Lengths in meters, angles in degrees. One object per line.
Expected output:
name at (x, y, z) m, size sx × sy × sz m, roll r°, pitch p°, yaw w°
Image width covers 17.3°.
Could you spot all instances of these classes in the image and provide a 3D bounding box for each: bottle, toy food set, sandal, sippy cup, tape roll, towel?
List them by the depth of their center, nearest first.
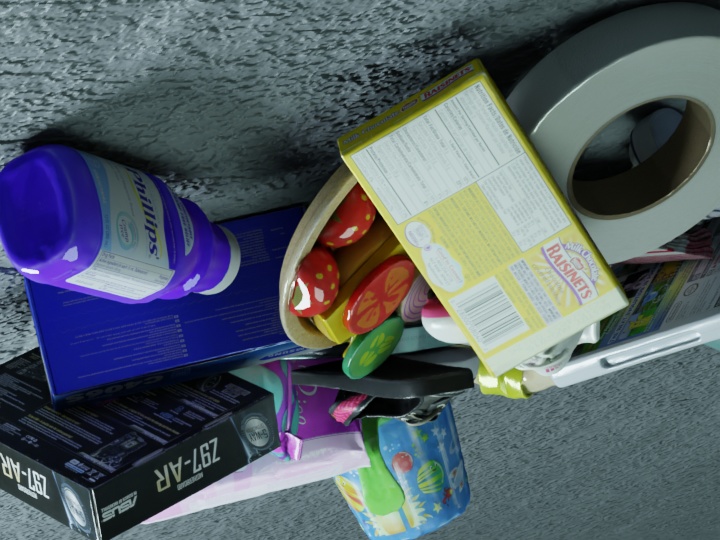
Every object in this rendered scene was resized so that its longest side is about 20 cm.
bottle at (-0.145, -0.022, 1.468) m, size 0.065 × 0.084 × 0.200 m, roll -25°, pitch 160°, yaw 23°
tape roll at (0.173, -0.084, 1.522) m, size 0.202 × 0.037 × 0.203 m, roll -18°, pitch 141°, yaw -15°
toy food set at (0.026, -0.024, 1.544) m, size 0.200 × 0.049 × 0.198 m, roll -47°, pitch 156°, yaw -7°
sandal at (0.012, 0.087, 1.639) m, size 0.075 × 0.045 × 0.200 m, roll -11°, pitch -173°, yaw -27°
towel at (0.145, -0.026, 1.736) m, size 0.199 × 0.023 × 0.144 m, roll 8°, pitch 171°, yaw -42°
sippy cup at (0.029, 0.156, 2.009) m, size 0.139 × 0.131 × 0.178 m, roll -12°, pitch -167°, yaw 47°

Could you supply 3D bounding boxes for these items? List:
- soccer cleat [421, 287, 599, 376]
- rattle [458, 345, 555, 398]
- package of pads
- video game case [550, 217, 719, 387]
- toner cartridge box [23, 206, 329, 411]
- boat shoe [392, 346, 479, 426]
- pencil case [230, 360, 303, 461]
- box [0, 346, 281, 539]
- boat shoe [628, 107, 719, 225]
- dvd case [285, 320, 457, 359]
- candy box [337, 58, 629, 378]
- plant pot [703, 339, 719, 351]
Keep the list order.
soccer cleat at (0.112, 0.036, 1.605) m, size 0.070 × 0.087 × 0.200 m, roll -4°, pitch -171°, yaw 34°
rattle at (0.092, -0.002, 1.818) m, size 0.200 × 0.143 × 0.130 m, roll 39°, pitch 164°, yaw -23°
package of pads at (-0.098, 0.121, 1.878) m, size 0.199 × 0.121 × 0.076 m, roll -14°, pitch 168°, yaw -6°
video game case at (0.250, 0.004, 1.776) m, size 0.182 × 0.022 × 0.200 m, roll -20°, pitch -158°, yaw 38°
toner cartridge box at (-0.123, 0.026, 1.614) m, size 0.199 × 0.096 × 0.043 m, roll -12°, pitch 164°, yaw -11°
boat shoe at (0.042, 0.086, 1.769) m, size 0.068 × 0.057 × 0.200 m, roll -3°, pitch -179°, yaw -14°
pencil case at (-0.146, 0.108, 1.791) m, size 0.199 × 0.093 × 0.086 m, roll -2°, pitch 124°, yaw -6°
box at (-0.179, 0.105, 1.627) m, size 0.160 × 0.044 × 0.199 m, roll -27°, pitch -148°, yaw -36°
boat shoe at (0.228, -0.062, 1.695) m, size 0.065 × 0.074 × 0.200 m, roll -28°, pitch 158°, yaw 22°
dvd case at (-0.035, 0.051, 1.746) m, size 0.199 × 0.022 × 0.146 m, roll -1°, pitch -178°, yaw 32°
candy box at (0.078, -0.029, 1.468) m, size 0.102 × 0.026 × 0.200 m, roll -30°, pitch 121°, yaw 8°
plant pot at (0.348, 0.015, 1.888) m, size 0.133 × 0.201 × 0.200 m, roll 13°, pitch 159°, yaw -2°
